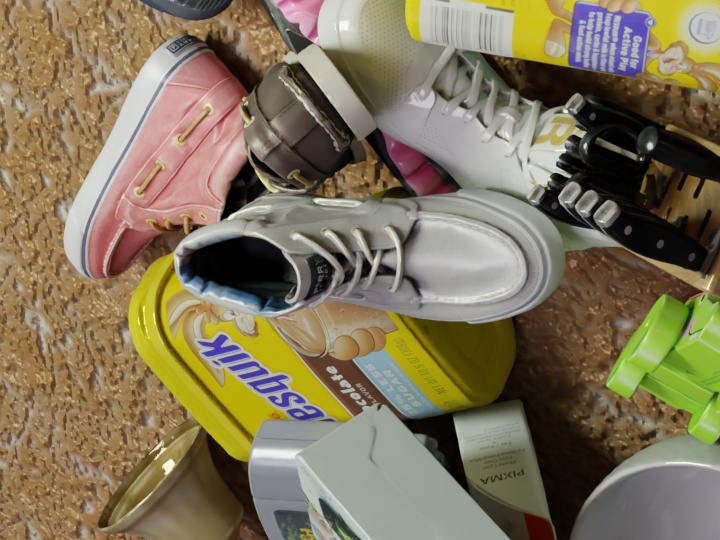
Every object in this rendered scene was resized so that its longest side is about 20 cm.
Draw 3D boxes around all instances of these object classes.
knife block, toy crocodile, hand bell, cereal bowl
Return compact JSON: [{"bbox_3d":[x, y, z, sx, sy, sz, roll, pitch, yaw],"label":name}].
[{"bbox_3d":[0.180,-0.018,0.920,0.199,0.176,0.064,25,99,7],"label":"knife block"},{"bbox_3d":[0.172,0.041,1.005,0.067,0.062,0.200,29,169,4],"label":"toy crocodile"},{"bbox_3d":[-0.076,0.207,1.368,0.200,0.104,0.104,45,136,-11],"label":"hand bell"},{"bbox_3d":[0.219,0.173,1.098,0.199,0.083,0.202,20,128,28],"label":"cereal bowl"}]

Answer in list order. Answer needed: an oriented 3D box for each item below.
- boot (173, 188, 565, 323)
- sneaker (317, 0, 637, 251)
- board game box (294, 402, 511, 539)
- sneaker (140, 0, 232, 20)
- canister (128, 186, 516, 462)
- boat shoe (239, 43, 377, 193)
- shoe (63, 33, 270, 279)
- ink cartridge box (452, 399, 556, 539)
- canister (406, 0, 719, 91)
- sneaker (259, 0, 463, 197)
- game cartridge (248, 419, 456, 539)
[{"bbox_3d":[0.000,0.000,1.022,0.199,0.095,0.074,2,106,34],"label":"boot"},{"bbox_3d":[0.076,-0.082,1.016,0.200,0.074,0.115,41,160,-26],"label":"sneaker"},{"bbox_3d":[0.040,0.192,1.109,0.148,0.064,0.201,46,159,37],"label":"board game box"},{"bbox_3d":[-0.154,-0.201,1.185,0.199,0.070,0.082,36,153,15],"label":"sneaker"},{"bbox_3d":[-0.023,0.035,1.187,0.199,0.087,0.149,-17,123,41],"label":"canister"},{"bbox_3d":[-0.035,-0.074,1.054,0.072,0.059,0.200,51,176,-4],"label":"boat shoe"},{"bbox_3d":[-0.117,-0.046,1.235,0.091,0.071,0.201,43,131,15],"label":"shoe"},{"bbox_3d":[0.098,0.193,1.130,0.047,0.200,0.161,-12,117,5],"label":"ink cartridge box"},{"bbox_3d":[0.128,-0.160,0.909,0.198,0.087,0.150,11,120,10],"label":"canister"},{"bbox_3d":[0.008,-0.110,1.111,0.201,0.079,0.095,55,160,-5],"label":"sneaker"},{"bbox_3d":[0.009,0.166,1.233,0.132,0.041,0.201,3,140,27],"label":"game cartridge"}]
